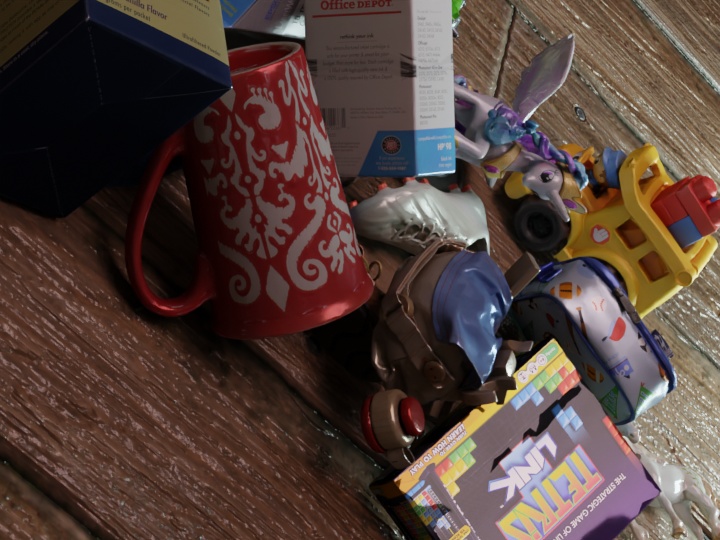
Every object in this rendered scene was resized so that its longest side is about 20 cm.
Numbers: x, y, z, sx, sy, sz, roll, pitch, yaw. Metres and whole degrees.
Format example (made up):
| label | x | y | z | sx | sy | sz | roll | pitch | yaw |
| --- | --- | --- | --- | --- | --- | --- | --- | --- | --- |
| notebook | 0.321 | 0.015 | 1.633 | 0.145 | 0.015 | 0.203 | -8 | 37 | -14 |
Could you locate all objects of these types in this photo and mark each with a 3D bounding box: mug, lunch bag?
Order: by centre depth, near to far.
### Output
| label | x | y | z | sx | sy | sz | roll | pitch | yaw |
| --- | --- | --- | --- | --- | --- | --- | --- | --- | --- |
| mug | -0.087 | -0.057 | 1.439 | 0.177 | 0.133 | 0.201 | -29 | 114 | -43 |
| lunch bag | 0.197 | 0.061 | 1.717 | 0.075 | 0.200 | 0.161 | -36 | 96 | -18 |

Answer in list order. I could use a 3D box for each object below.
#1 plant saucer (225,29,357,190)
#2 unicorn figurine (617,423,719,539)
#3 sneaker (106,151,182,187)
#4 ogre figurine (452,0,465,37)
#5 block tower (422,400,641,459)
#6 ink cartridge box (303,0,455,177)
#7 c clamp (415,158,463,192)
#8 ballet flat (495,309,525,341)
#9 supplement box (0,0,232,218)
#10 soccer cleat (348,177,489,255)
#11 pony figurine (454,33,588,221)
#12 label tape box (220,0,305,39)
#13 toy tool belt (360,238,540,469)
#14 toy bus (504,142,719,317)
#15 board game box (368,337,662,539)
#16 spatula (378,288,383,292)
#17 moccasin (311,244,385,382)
| label | x | y | z | sx | sy | sz | roll | pitch | yaw |
| --- | --- | --- | --- | --- | --- | --- | --- | --- | --- |
| plant saucer | -0.077 | -0.148 | 1.670 | 0.200 | 0.032 | 0.201 | 31 | 41 | -32 |
| unicorn figurine | 0.289 | 0.207 | 1.833 | 0.200 | 0.074 | 0.138 | 39 | 27 | -50 |
| sneaker | -0.159 | -0.126 | 1.513 | 0.199 | 0.070 | 0.078 | -19 | 63 | -43 |
| ogre figurine | 0.035 | -0.294 | 1.885 | 0.200 | 0.098 | 0.120 | 49 | 13 | -39 |
| block tower | 0.146 | 0.145 | 1.654 | 0.199 | 0.054 | 0.058 | 27 | 79 | -19 |
| ink cartridge box | 0.016 | -0.181 | 1.609 | 0.067 | 0.115 | 0.202 | -9 | 100 | -53 |
| c clamp | 0.033 | -0.164 | 1.831 | 0.200 | 0.027 | 0.172 | 37 | 39 | -27 |
| ballet flat | 0.130 | 0.094 | 1.719 | 0.201 | 0.072 | 0.072 | 57 | 34 | 1 |
| supplement box | -0.215 | -0.185 | 1.375 | 0.134 | 0.200 | 0.201 | 23 | 46 | -42 |
| soccer cleat | 0.061 | -0.040 | 1.734 | 0.199 | 0.069 | 0.078 | -1 | 67 | -55 |
| pony figurine | 0.121 | -0.137 | 1.780 | 0.199 | 0.167 | 0.194 | 20 | 39 | -15 |
| label tape box | -0.104 | -0.268 | 1.659 | 0.144 | 0.064 | 0.199 | 43 | 25 | 28 |
| toy tool belt | 0.076 | 0.059 | 1.516 | 0.125 | 0.122 | 0.201 | 60 | 29 | -30 |
| toy bus | 0.272 | -0.059 | 1.905 | 0.200 | 0.192 | 0.136 | 54 | 35 | -3 |
| board game box | 0.131 | 0.182 | 1.572 | 0.200 | 0.057 | 0.166 | -39 | 95 | -26 |
| spatula | 0.000 | 0.000 | 1.661 | 0.200 | 0.021 | 0.057 | 48 | 24 | -17 |
| moccasin | -0.022 | 0.002 | 1.587 | 0.202 | 0.074 | 0.078 | 54 | 38 | -4 |
